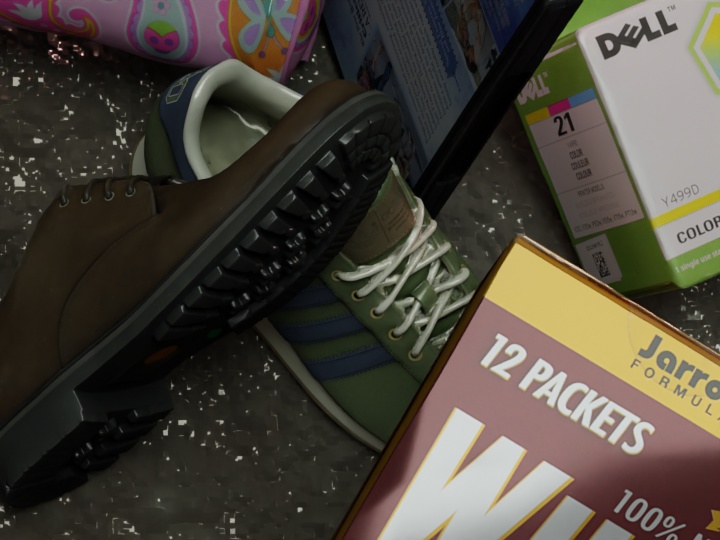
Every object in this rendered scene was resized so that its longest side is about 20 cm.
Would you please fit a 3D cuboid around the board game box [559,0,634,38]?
[{"bbox_3d":[0.094,-0.178,1.165,0.120,0.032,0.200,36,66,9],"label":"board game box"}]

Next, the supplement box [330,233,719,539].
[{"bbox_3d":[0.051,0.112,0.914,0.132,0.200,0.198,30,86,2],"label":"supplement box"}]

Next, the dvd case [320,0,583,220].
[{"bbox_3d":[0.022,-0.114,1.028,0.017,0.200,0.144,-13,72,-19],"label":"dvd case"}]

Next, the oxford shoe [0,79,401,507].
[{"bbox_3d":[-0.072,-0.009,0.990,0.200,0.073,0.085,-39,70,19],"label":"oxford shoe"}]

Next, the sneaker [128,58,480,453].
[{"bbox_3d":[0.000,0.000,1.038,0.200,0.090,0.067,41,65,6],"label":"sneaker"}]

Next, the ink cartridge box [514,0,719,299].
[{"bbox_3d":[0.126,-0.107,1.087,0.147,0.076,0.201,-23,92,-20],"label":"ink cartridge box"}]

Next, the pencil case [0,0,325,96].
[{"bbox_3d":[-0.107,-0.124,1.069,0.199,0.088,0.088,14,66,-6],"label":"pencil case"}]
